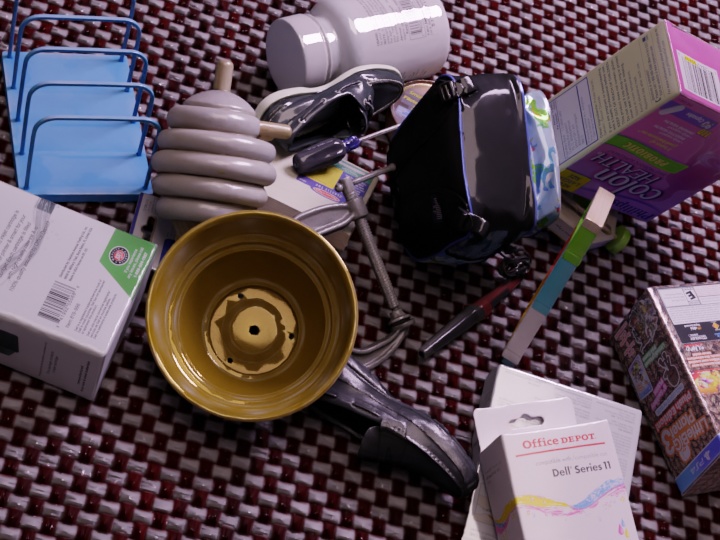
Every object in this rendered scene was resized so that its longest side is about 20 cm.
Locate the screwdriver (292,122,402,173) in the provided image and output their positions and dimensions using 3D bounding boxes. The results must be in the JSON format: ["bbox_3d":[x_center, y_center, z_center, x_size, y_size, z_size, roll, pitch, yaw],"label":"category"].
[{"bbox_3d":[0.010,-0.147,1.516,0.199,0.029,0.028,-23,92,-31],"label":"screwdriver"}]

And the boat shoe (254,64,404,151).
[{"bbox_3d":[-0.021,-0.175,1.525,0.198,0.075,0.066,-15,51,-37],"label":"boat shoe"}]

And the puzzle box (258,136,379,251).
[{"bbox_3d":[-0.086,-0.103,1.486,0.199,0.026,0.133,26,35,1],"label":"puzzle box"}]

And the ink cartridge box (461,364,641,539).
[{"bbox_3d":[0.185,0.211,1.363,0.159,0.047,0.201,19,66,-7],"label":"ink cartridge box"}]

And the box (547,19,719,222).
[{"bbox_3d":[0.325,-0.158,1.519,0.175,0.200,0.097,17,55,-36],"label":"box"}]

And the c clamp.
[{"bbox_3d":[0.000,0.000,1.408,0.170,0.027,0.202,-16,88,-34],"label":"c clamp"}]

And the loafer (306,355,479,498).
[{"bbox_3d":[0.023,0.157,1.319,0.200,0.068,0.070,37,60,14],"label":"loafer"}]

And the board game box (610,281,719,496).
[{"bbox_3d":[0.386,0.120,1.462,0.158,0.097,0.201,-4,55,-23],"label":"board game box"}]

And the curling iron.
[{"bbox_3d":[0.120,0.034,1.471,0.200,0.025,0.050,-41,115,-35],"label":"curling iron"}]

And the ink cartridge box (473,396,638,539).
[{"bbox_3d":[0.186,0.212,1.298,0.116,0.067,0.202,-6,70,-17],"label":"ink cartridge box"}]

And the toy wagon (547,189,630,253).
[{"bbox_3d":[0.254,-0.115,1.606,0.155,0.039,0.201,36,45,-21],"label":"toy wagon"}]

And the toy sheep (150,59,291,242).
[{"bbox_3d":[-0.142,-0.107,1.365,0.137,0.138,0.202,6,87,-16],"label":"toy sheep"}]

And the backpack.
[{"bbox_3d":[0.119,-0.097,1.458,0.146,0.200,0.185,-2,76,-22],"label":"backpack"}]

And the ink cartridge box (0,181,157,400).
[{"bbox_3d":[-0.312,0.011,1.291,0.199,0.083,0.147,23,49,-3],"label":"ink cartridge box"}]

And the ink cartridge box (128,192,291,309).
[{"bbox_3d":[-0.140,-0.011,1.406,0.198,0.037,0.095,17,50,-11],"label":"ink cartridge box"}]

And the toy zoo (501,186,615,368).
[{"bbox_3d":[0.197,0.016,1.416,0.020,0.201,0.131,31,23,5],"label":"toy zoo"}]

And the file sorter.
[{"bbox_3d":[-0.290,-0.186,1.429,0.138,0.123,0.201,-2,55,-21],"label":"file sorter"}]

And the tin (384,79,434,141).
[{"bbox_3d":[0.123,-0.152,1.615,0.199,0.042,0.112,27,53,1],"label":"tin"}]

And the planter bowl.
[{"bbox_3d":[-0.103,0.050,1.320,0.198,0.084,0.202,1,76,-2],"label":"planter bowl"}]

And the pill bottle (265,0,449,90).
[{"bbox_3d":[-0.004,-0.265,1.603,0.199,0.115,0.115,-17,61,-31],"label":"pill bottle"}]
